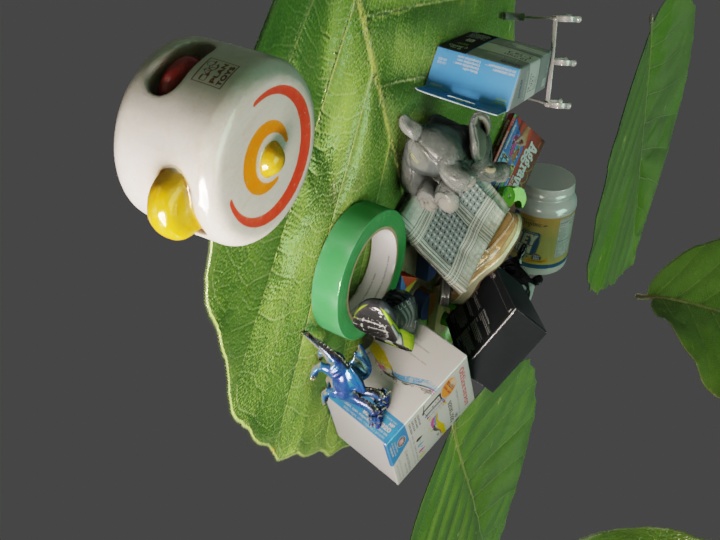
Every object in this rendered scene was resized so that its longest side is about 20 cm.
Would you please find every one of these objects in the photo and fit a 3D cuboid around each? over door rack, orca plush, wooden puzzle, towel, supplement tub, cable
[{"bbox_3d":[0.303,-0.355,1.577,0.065,0.200,0.151,-2,106,-20],"label":"over door rack"},{"bbox_3d":[0.291,-0.002,1.796,0.072,0.104,0.201,61,33,-22],"label":"orca plush"},{"bbox_3d":[0.086,0.035,1.606,0.200,0.046,0.188,-41,143,-48],"label":"wooden puzzle"},{"bbox_3d":[0.158,-0.094,1.563,0.192,0.034,0.202,44,63,-26],"label":"towel"},{"bbox_3d":[0.379,-0.109,1.997,0.144,0.143,0.203,-41,143,-46],"label":"supplement tub"},{"bbox_3d":[0.143,-0.040,1.630,0.097,0.049,0.204,149,-47,-81],"label":"cable"}]

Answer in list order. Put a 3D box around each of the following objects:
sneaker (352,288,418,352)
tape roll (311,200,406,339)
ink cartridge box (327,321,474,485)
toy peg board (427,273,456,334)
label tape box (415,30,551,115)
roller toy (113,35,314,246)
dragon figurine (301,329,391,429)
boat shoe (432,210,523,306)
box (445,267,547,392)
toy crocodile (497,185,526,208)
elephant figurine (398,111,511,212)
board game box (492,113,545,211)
[{"bbox_3d":[0.043,0.063,1.408,0.200,0.073,0.082,46,61,-71],"label":"sneaker"},{"bbox_3d":[0.000,0.000,1.397,0.201,0.048,0.203,-46,147,-42],"label":"tape roll"},{"bbox_3d":[0.067,0.204,1.529,0.200,0.144,0.148,-44,147,-20],"label":"ink cartridge box"},{"bbox_3d":[0.224,0.022,1.826,0.199,0.097,0.203,-35,139,-52],"label":"toy peg board"},{"bbox_3d":[0.191,-0.307,1.450,0.199,0.142,0.067,-34,139,-52],"label":"label tape box"},{"bbox_3d":[-0.133,-0.123,0.911,0.199,0.138,0.186,-4,112,-63],"label":"roller toy"},{"bbox_3d":[-0.018,0.149,1.386,0.059,0.098,0.202,-68,146,-50],"label":"dragon figurine"},{"bbox_3d":[0.204,-0.029,1.664,0.076,0.072,0.201,31,103,-24],"label":"boat shoe"},{"bbox_3d":[0.229,0.095,1.625,0.142,0.078,0.201,-53,-165,17],"label":"box"},{"bbox_3d":[0.231,-0.108,1.740,0.199,0.067,0.063,-35,115,-35],"label":"toy crocodile"},{"bbox_3d":[0.155,-0.191,1.487,0.200,0.141,0.156,-41,158,-36],"label":"elephant figurine"},{"bbox_3d":[0.286,-0.190,1.830,0.102,0.019,0.203,33,76,-35],"label":"board game box"}]
